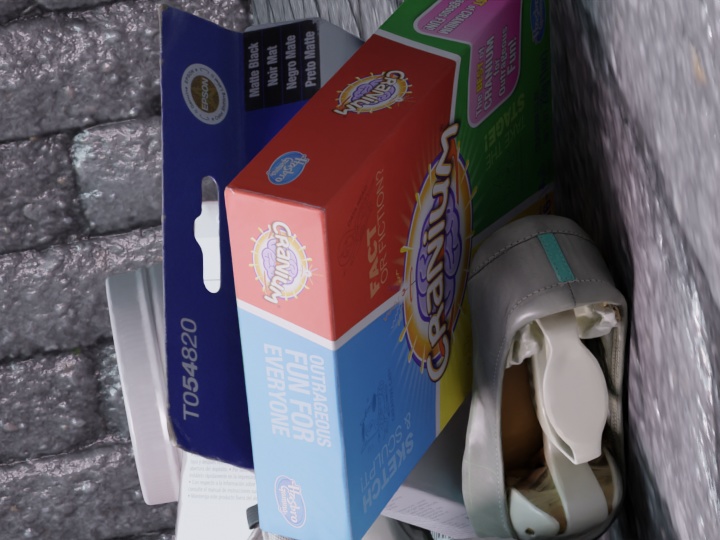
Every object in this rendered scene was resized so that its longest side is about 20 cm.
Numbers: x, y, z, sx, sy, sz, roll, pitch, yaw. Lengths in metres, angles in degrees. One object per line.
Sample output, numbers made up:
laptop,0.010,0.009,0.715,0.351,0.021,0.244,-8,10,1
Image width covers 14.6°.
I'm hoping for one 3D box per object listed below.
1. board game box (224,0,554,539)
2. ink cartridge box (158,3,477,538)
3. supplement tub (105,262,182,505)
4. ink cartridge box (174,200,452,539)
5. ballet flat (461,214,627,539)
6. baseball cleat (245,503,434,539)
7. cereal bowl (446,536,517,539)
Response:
board game box,0.017,-0.013,1.074,0.200,0.040,0.153,-50,-36,-47
ink cartridge box,0.000,0.000,1.170,0.200,0.041,0.200,21,-122,-46
supplement tub,-0.029,0.047,1.515,0.132,0.200,0.132,170,90,-86
ink cartridge box,0.001,0.053,1.340,0.045,0.200,0.176,10,-99,-50
ballet flat,0.075,0.067,1.105,0.064,0.067,0.200,-120,16,-45
baseball cleat,0.006,0.164,1.254,0.070,0.106,0.200,-91,-19,-56
cereal bowl,0.073,0.203,1.113,0.200,0.083,0.200,2,93,63
